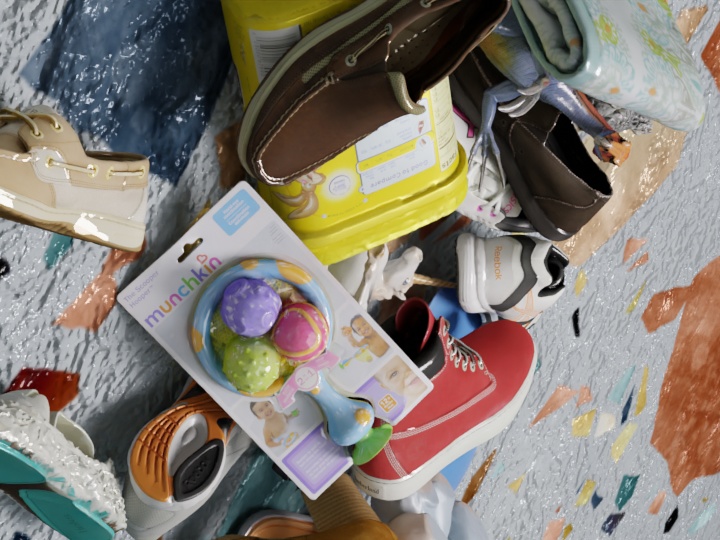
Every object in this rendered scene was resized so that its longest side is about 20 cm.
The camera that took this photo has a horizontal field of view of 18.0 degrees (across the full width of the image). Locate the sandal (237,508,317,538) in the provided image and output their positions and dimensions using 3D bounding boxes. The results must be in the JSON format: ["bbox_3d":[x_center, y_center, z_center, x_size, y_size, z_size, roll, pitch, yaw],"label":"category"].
[{"bbox_3d":[-0.027,0.232,1.768,0.206,0.059,0.080,15,100,-57],"label":"sandal"}]

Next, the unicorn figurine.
[{"bbox_3d":[0.000,0.000,1.628,0.200,0.074,0.138,-46,154,-42],"label":"unicorn figurine"}]

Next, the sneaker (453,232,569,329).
[{"bbox_3d":[0.129,0.014,1.780,0.200,0.079,0.074,26,61,-75],"label":"sneaker"}]

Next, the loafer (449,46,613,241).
[{"bbox_3d":[0.125,-0.121,1.647,0.201,0.071,0.073,58,39,-10],"label":"loafer"}]

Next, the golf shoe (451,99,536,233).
[{"bbox_3d":[0.082,-0.078,1.677,0.200,0.092,0.073,22,96,-56],"label":"golf shoe"}]

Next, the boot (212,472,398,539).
[{"bbox_3d":[-0.054,0.248,1.606,0.201,0.144,0.071,-37,141,10],"label":"boot"}]

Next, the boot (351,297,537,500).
[{"bbox_3d":[0.068,0.060,1.660,0.200,0.072,0.145,-38,143,-41],"label":"boot"}]

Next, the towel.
[{"bbox_3d":[0.160,-0.199,1.585,0.048,0.201,0.171,-35,152,31],"label":"towel"}]

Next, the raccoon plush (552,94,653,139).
[{"bbox_3d":[0.181,-0.195,1.692,0.097,0.134,0.201,6,108,-55],"label":"raccoon plush"}]

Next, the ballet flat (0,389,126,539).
[{"bbox_3d":[-0.208,0.114,1.436,0.072,0.072,0.200,-56,149,-12],"label":"ballet flat"}]

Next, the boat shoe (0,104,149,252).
[{"bbox_3d":[-0.193,-0.063,1.322,0.200,0.073,0.070,19,84,-59],"label":"boat shoe"}]

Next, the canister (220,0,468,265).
[{"bbox_3d":[-0.009,-0.118,1.496,0.148,0.087,0.201,-23,133,-15],"label":"canister"}]

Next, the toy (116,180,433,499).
[{"bbox_3d":[-0.051,0.053,1.497,0.115,0.047,0.200,-42,112,1],"label":"toy"}]

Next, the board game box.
[{"bbox_3d":[0.053,0.092,1.797,0.159,0.039,0.200,-63,152,-28],"label":"board game box"}]

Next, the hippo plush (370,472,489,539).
[{"bbox_3d":[0.022,0.254,1.715,0.160,0.160,0.200,-32,110,13],"label":"hippo plush"}]

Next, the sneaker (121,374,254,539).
[{"bbox_3d":[-0.107,0.110,1.576,0.200,0.076,0.092,-43,171,-43],"label":"sneaker"}]

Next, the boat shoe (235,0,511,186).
[{"bbox_3d":[0.009,-0.121,1.396,0.202,0.075,0.075,-45,132,7],"label":"boat shoe"}]

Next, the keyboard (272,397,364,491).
[{"bbox_3d":[-0.036,0.105,1.655,0.105,0.039,0.200,-67,169,11],"label":"keyboard"}]

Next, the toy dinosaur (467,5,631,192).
[{"bbox_3d":[0.121,-0.153,1.567,0.181,0.105,0.201,24,84,-17],"label":"toy dinosaur"}]
